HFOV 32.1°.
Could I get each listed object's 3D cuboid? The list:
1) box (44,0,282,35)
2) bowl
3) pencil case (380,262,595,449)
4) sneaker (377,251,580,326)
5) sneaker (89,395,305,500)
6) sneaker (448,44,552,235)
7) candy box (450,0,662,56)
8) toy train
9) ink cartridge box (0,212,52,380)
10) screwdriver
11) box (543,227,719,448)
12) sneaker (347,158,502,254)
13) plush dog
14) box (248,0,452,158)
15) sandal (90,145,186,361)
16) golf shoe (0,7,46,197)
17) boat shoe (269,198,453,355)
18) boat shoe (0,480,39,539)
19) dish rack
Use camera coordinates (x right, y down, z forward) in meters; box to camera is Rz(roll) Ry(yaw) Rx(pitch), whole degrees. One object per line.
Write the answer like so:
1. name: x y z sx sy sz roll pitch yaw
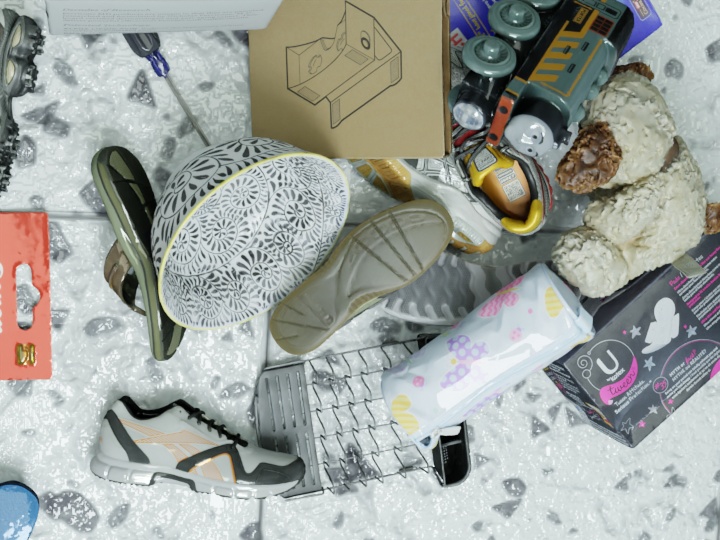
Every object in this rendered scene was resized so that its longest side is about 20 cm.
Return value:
1. box: -0.172 -0.310 1.057 0.200 0.131 0.199 -4 88 -13
2. bowl: -0.116 -0.051 1.122 0.201 0.094 0.201 -29 147 -21
3. pencil case: 0.113 0.079 1.131 0.200 0.091 0.083 -37 111 11
4. sneaker: 0.110 0.032 1.213 0.200 0.082 0.075 4 66 4
5. sneaker: -0.148 0.164 1.163 0.200 0.074 0.080 8 90 -5
6. sneaker: 0.110 -0.118 1.116 0.078 0.082 0.200 -35 99 15
7. candy box: 0.154 -0.244 1.183 0.200 0.077 0.169 -37 105 -7
8. toy train: 0.154 -0.178 1.068 0.114 0.085 0.200 27 53 10
9. ink cartridge box: -0.379 0.028 1.113 0.200 0.047 0.160 -1 97 -11
10. screwdriver: -0.171 -0.166 1.151 0.028 0.029 0.200 -33 110 -7
11. box: 0.280 0.055 1.224 0.200 0.132 0.115 -40 101 -5
12. sneaker: 0.064 -0.104 1.193 0.200 0.076 0.088 39 75 -20
13. plush dog: 0.250 -0.096 1.135 0.172 0.160 0.200 60 39 -31
14. box: -0.013 -0.182 1.117 0.200 0.021 0.164 2 98 30
15. sandal: -0.207 -0.014 1.142 0.057 0.080 0.201 -15 100 18
16. golf shoe: -0.341 -0.133 1.090 0.094 0.078 0.200 13 83 -11
17. boat shoe: 0.000 0.001 1.171 0.201 0.066 0.072 -40 94 9
18. boat shoe: -0.372 0.268 1.140 0.084 0.069 0.200 45 85 -6
19. dish rack: -0.001 0.146 1.212 0.200 0.055 0.154 -10 99 -11
